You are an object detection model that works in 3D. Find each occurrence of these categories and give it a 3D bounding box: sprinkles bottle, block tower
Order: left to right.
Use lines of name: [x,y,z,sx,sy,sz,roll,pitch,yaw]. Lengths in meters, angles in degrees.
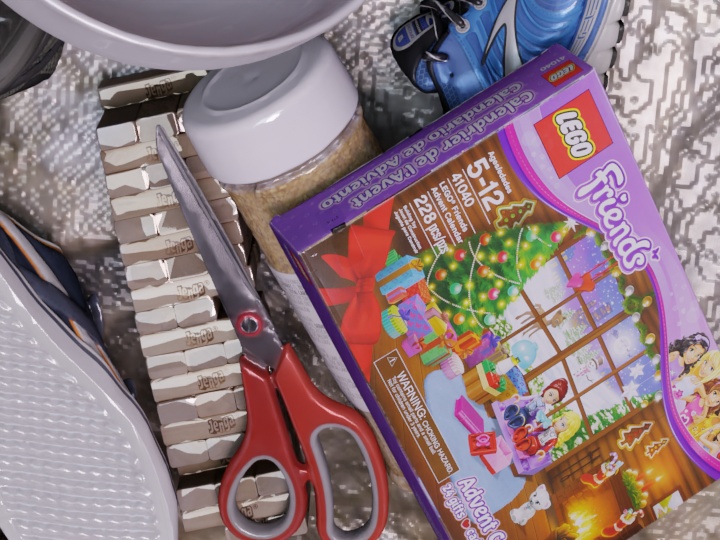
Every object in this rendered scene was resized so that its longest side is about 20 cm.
block tower: [-0.066,0.016,1.074,0.054,0.058,0.201,-11,104,3]
sprinkles bottle: [0.000,0.000,1.038,0.068,0.068,0.201,-25,119,7]

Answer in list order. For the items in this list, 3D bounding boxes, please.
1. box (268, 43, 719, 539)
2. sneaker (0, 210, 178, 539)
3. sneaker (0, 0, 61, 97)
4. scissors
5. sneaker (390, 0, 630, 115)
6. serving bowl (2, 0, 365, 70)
box: [0.066,0.028,1.015,0.136,0.039,0.201,-32,120,-7]
sneaker: [-0.137,0.046,1.071,0.078,0.079,0.201,-26,106,10]
sneaker: [-0.125,-0.144,1.018,0.076,0.114,0.200,36,75,-9]
scissors: [-0.034,0.029,1.032,0.073,0.014,0.201,-6,113,8]
sneaker: [0.060,-0.102,1.029,0.089,0.079,0.201,8,106,-5]
serving bowl: [-0.079,-0.161,0.930,0.199,0.066,0.201,8,70,-22]
